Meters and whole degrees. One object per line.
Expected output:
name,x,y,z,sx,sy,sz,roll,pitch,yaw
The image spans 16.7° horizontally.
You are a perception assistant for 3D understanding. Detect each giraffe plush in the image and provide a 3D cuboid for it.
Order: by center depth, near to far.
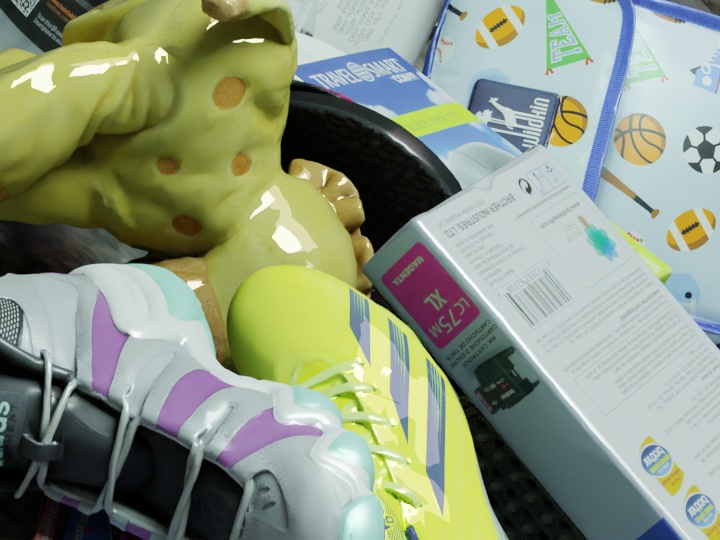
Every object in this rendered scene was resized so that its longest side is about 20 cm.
giraffe plush,-0.068,-0.024,0.958,0.173,0.200,0.162,-70,138,-74

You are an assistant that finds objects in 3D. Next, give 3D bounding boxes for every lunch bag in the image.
lunch bag,0.121,-0.058,1.262,0.200,0.170,0.124,16,-7,-12

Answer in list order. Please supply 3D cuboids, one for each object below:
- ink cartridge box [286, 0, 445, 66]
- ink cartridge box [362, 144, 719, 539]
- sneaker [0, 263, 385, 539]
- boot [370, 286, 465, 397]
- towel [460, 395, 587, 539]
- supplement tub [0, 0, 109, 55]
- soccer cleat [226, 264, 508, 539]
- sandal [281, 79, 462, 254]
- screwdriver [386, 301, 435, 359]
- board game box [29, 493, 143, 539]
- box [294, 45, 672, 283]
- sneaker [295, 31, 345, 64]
ink cartridge box,-0.035,-0.148,1.310,0.200,0.068,0.116,30,-7,-23
ink cartridge box,0.099,0.049,0.933,0.200,0.042,0.119,48,32,8
sneaker,-0.091,0.058,0.786,0.140,0.078,0.200,2,20,-35
boot,0.046,0.073,1.060,0.200,0.075,0.097,53,11,8
towel,0.062,0.127,0.907,0.192,0.035,0.200,-15,54,-39
supplement tub,-0.085,-0.160,1.115,0.122,0.200,0.123,34,21,-15
soccer cleat,0.008,0.078,0.832,0.200,0.065,0.084,60,20,19
sandal,-0.035,-0.053,1.042,0.200,0.075,0.045,12,39,38
screwdriver,0.000,0.000,0.994,0.200,0.028,0.029,34,11,20
board game box,-0.062,0.122,0.779,0.103,0.019,0.200,21,23,-8
box,0.037,-0.036,1.111,0.200,0.048,0.122,39,22,13
sneaker,-0.015,-0.051,1.200,0.200,0.070,0.080,50,25,26
